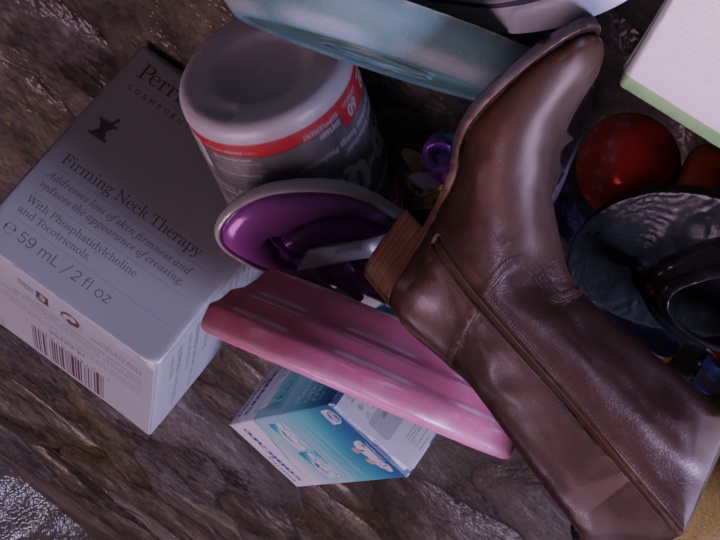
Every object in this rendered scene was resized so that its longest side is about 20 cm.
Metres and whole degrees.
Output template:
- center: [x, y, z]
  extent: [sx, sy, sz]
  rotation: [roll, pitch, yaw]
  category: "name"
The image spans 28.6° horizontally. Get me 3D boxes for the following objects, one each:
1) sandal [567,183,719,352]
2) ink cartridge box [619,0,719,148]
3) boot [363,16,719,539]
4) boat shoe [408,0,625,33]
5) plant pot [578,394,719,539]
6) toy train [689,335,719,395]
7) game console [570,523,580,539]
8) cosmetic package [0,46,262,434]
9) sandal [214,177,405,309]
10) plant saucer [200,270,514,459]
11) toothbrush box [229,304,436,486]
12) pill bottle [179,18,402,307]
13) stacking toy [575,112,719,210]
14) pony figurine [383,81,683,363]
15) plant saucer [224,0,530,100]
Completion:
- center: [0.190, 0.011, 0.657]
  extent: [0.198, 0.048, 0.076]
  rotation: [15, 117, 21]
  category: "sandal"
- center: [0.215, -0.119, 0.595]
  extent: [0.145, 0.048, 0.201]
  rotation: [34, 138, 7]
  category: "ink cartridge box"
- center: [0.112, 0.014, 0.650]
  extent: [0.200, 0.064, 0.187]
  rotation: [49, 127, 21]
  category: "boot"
- center: [0.057, -0.174, 0.691]
  extent: [0.201, 0.075, 0.086]
  rotation: [20, 148, 52]
  category: "boat shoe"
- center: [0.224, 0.143, 0.787]
  extent: [0.198, 0.188, 0.186]
  rotation: [21, 163, -27]
  category: "plant pot"
- center: [0.227, 0.032, 0.835]
  extent: [0.034, 0.046, 0.201]
  rotation: [29, 154, 17]
  category: "toy train"
- center: [0.231, 0.234, 1.103]
  extent: [0.199, 0.171, 0.119]
  rotation: [38, 129, -3]
  category: "game console"
- center: [-0.163, -0.020, 1.076]
  extent: [0.167, 0.201, 0.167]
  rotation: [34, 156, 6]
  category: "cosmetic package"
- center: [0.004, -0.005, 0.891]
  extent: [0.201, 0.050, 0.083]
  rotation: [16, 127, -33]
  category: "sandal"
- center: [0.005, 0.051, 0.834]
  extent: [0.199, 0.051, 0.201]
  rotation: [23, 175, 2]
  category: "plant saucer"
- center: [0.002, 0.085, 1.105]
  extent: [0.085, 0.147, 0.200]
  rotation: [43, 156, -12]
  category: "toothbrush box"
- center: [-0.035, -0.064, 0.938]
  extent: [0.113, 0.114, 0.201]
  rotation: [20, 151, 32]
  category: "pill bottle"
- center: [0.200, -0.019, 0.707]
  extent: [0.198, 0.086, 0.086]
  rotation: [24, 153, 8]
  category: "stacking toy"
- center: [0.100, -0.005, 0.826]
  extent: [0.200, 0.166, 0.193]
  rotation: [46, 177, -1]
  category: "pony figurine"
- center: [0.012, -0.123, 0.749]
  extent: [0.198, 0.028, 0.200]
  rotation: [18, -176, -1]
  category: "plant saucer"
